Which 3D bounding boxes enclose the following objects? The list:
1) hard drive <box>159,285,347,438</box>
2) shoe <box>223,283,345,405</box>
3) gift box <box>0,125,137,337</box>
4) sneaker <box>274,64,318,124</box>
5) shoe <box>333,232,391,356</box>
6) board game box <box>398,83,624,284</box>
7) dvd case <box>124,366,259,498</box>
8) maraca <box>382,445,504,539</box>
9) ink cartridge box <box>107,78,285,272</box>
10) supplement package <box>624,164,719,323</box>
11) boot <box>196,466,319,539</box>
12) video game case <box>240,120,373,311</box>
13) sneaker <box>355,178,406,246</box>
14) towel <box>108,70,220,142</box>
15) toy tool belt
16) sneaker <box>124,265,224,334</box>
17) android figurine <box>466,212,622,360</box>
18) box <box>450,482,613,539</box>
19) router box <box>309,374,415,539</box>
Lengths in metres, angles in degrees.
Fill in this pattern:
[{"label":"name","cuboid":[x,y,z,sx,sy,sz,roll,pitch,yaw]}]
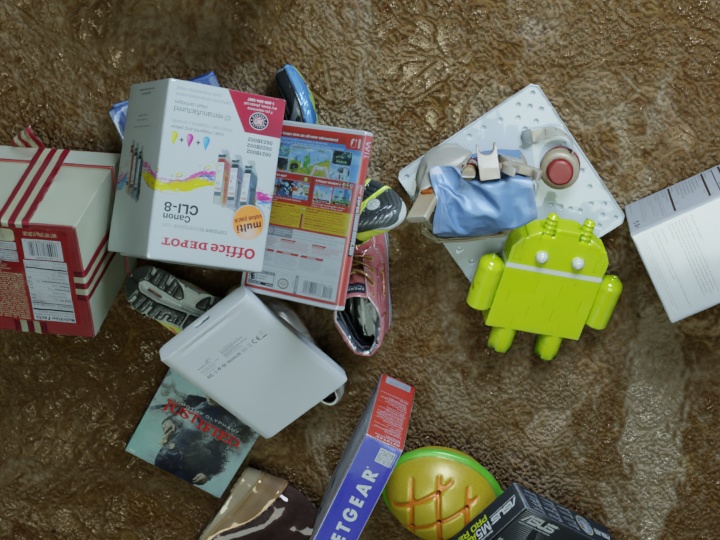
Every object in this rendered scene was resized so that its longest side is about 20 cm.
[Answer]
[{"label":"hard drive","cuboid":[-0.125,0.113,1.648,0.132,0.026,0.200,-37,131,13]},{"label":"shoe","cuboid":[-0.094,0.094,1.730,0.200,0.053,0.070,44,108,-9]},{"label":"gift box","cuboid":[-0.364,-0.054,1.638,0.183,0.187,0.201,8,125,6]},{"label":"sneaker","cuboid":[-0.090,-0.143,1.637,0.082,0.071,0.201,1,112,0]},{"label":"shoe","cuboid":[0.000,0.000,1.666,0.071,0.091,0.201,-6,109,9]},{"label":"board game box","cuboid":[0.180,-0.091,1.647,0.199,0.026,0.200,-33,103,17]},{"label":"dvd case","cuboid":[-0.203,0.194,1.769,0.145,0.022,0.200,29,122,-7]},{"label":"maraca","cuboid":[0.122,0.294,1.747,0.199,0.107,0.137,27,124,-9]},{"label":"ink cartridge box","cuboid":[-0.187,-0.104,1.567,0.145,0.144,0.201,7,91,-28]},{"label":"supplement package","cuboid":[0.421,-0.047,1.583,0.199,0.120,0.122,-24,103,14]},{"label":"boot","cuboid":[-0.128,0.372,1.821,0.166,0.072,0.200,34,106,-3]},{"label":"video game case","cuboid":[-0.062,-0.065,1.562,0.142,0.017,0.201,11,94,34]},{"label":"sneaker","cuboid":[-0.026,-0.051,1.605,0.199,0.076,0.076,-10,139,35]},{"label":"towel","cuboid":[-0.209,-0.127,1.683,0.146,0.024,0.201,-16,106,11]},{"label":"toy tool belt","cuboid":[0.153,-0.089,1.572,0.199,0.123,0.126,-9,108,10]},{"label":"sneaker","cuboid":[-0.194,0.060,1.710,0.200,0.090,0.078,36,88,7]},{"label":"android figurine","cuboid":[0.222,0.018,1.648,0.181,0.041,0.201,11,123,-11]},{"label":"box","cuboid":[0.207,0.361,1.743,0.200,0.044,0.160,30,114,-38]},{"label":"router box","cuboid":[-0.001,0.254,1.709,0.049,0.180,0.201,25,111,-2]}]
